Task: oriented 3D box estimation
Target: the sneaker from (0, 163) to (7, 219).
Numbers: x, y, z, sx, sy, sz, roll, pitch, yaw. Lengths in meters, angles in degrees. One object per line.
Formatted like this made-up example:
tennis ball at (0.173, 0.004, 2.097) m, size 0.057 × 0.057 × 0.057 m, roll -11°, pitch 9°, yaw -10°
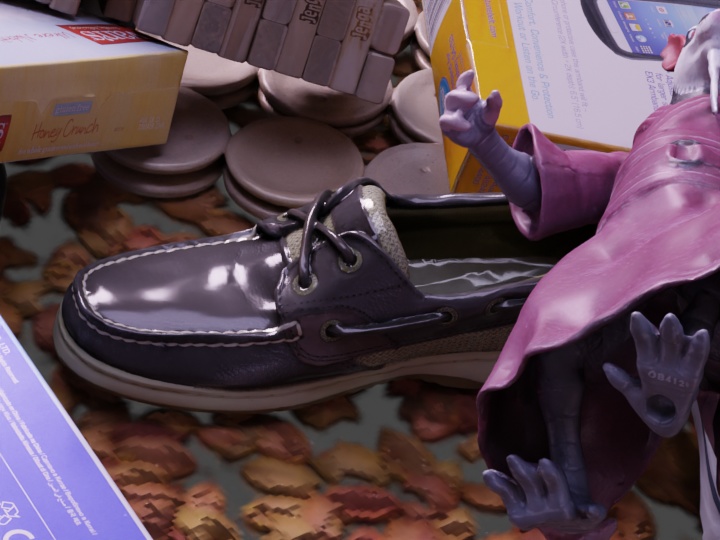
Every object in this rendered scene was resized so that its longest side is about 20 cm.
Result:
sneaker at (-0.189, -0.011, 0.847) m, size 0.075 × 0.079 × 0.200 m, roll 33°, pitch 43°, yaw 28°

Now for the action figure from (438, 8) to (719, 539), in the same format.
action figure at (0.107, -0.009, 0.821) m, size 0.134 × 0.149 × 0.200 m, roll -13°, pitch 31°, yaw 27°

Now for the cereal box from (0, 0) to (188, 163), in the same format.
cereal box at (-0.178, -0.086, 0.917) m, size 0.200 × 0.040 × 0.144 m, roll 23°, pitch 17°, yaw 25°

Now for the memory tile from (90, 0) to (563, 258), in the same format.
memory tile at (0.011, -0.060, 0.994) m, size 0.200 × 0.017 × 0.153 m, roll 13°, pitch 40°, yaw 3°

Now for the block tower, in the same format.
block tower at (-0.083, -0.115, 0.942) m, size 0.200 × 0.054 × 0.058 m, roll 16°, pitch 10°, yaw -13°

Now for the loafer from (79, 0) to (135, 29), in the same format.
loafer at (-0.165, -0.148, 1.026) m, size 0.200 × 0.063 × 0.072 m, roll 28°, pitch 42°, yaw 21°

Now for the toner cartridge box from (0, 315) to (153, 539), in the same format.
toner cartridge box at (-0.107, 0.073, 0.750) m, size 0.043 × 0.095 × 0.200 m, roll -15°, pitch 46°, yaw -27°

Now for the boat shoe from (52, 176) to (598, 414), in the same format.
boat shoe at (0.001, 0.001, 0.879) m, size 0.201 × 0.066 × 0.072 m, roll -1°, pitch 40°, yaw -14°

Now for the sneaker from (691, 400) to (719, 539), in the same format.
sneaker at (0.140, 0.044, 0.851) m, size 0.073 × 0.071 × 0.200 m, roll -2°, pitch 41°, yaw -13°

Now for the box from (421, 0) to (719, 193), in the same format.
box at (0.125, -0.061, 0.981) m, size 0.200 × 0.041 × 0.119 m, roll 11°, pitch 41°, yaw -16°
